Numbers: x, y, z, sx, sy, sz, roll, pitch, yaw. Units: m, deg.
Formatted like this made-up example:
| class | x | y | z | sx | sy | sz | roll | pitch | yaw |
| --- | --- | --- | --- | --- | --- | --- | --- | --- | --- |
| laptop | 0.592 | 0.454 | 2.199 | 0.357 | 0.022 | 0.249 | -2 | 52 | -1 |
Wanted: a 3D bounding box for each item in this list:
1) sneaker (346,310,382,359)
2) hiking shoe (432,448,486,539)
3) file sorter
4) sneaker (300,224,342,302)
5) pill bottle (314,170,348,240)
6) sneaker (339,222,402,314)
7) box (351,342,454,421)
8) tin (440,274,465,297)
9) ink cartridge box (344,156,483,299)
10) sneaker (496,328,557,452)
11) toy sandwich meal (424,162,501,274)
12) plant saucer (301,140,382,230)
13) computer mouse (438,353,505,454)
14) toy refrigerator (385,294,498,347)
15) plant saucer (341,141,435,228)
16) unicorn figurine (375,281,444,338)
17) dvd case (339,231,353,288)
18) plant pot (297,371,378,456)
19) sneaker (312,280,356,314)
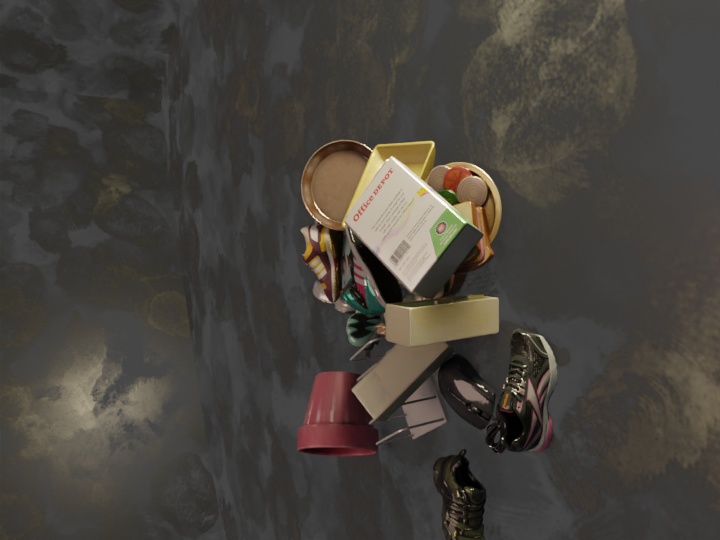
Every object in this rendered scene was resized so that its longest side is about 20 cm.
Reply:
| class | x | y | z | sx | sy | sz | roll | pitch | yaw |
| --- | --- | --- | --- | --- | --- | --- | --- | --- | --- |
| sneaker | 0.014 | 0.152 | 1.269 | 0.201 | 0.076 | 0.142 | -61 | -23 | -60 |
| hiking shoe | 0.197 | 0.446 | 1.041 | 0.101 | 0.074 | 0.203 | -53 | 49 | 52 |
| file sorter | 0.076 | 0.252 | 1.179 | 0.139 | 0.123 | 0.203 | -48 | 54 | 51 |
| sneaker | -0.092 | -0.018 | 1.341 | 0.088 | 0.075 | 0.203 | 5 | 117 | 20 |
| pill bottle | -0.054 | -0.150 | 1.363 | 0.112 | 0.111 | 0.204 | 34 | 122 | 53 |
| sneaker | 0.000 | 0.000 | 1.105 | 0.120 | 0.083 | 0.203 | -36 | 72 | 47 |
| box | 0.083 | 0.192 | 1.068 | 0.200 | 0.068 | 0.082 | -44 | 64 | 3 |
| tin | 0.157 | -0.050 | 1.091 | 0.112 | 0.041 | 0.204 | -9 | 85 | 63 |
| ink cartridge box | 0.087 | -0.074 | 0.955 | 0.146 | 0.083 | 0.200 | -52 | 57 | 14 |
| sneaker | 0.262 | 0.198 | 0.893 | 0.080 | 0.085 | 0.204 | -7 | 87 | 57 |
| toy sandwich meal | 0.160 | -0.094 | 0.996 | 0.202 | 0.070 | 0.210 | 0 | 90 | 39 |
| plant saucer | -0.037 | -0.191 | 1.262 | 0.034 | 0.196 | 0.205 | 7 | -102 | -81 |
| computer mouse | 0.202 | 0.230 | 1.032 | 0.200 | 0.052 | 0.141 | 42 | 129 | 50 |
| toy refrigerator | 0.144 | 0.081 | 0.968 | 0.076 | 0.197 | 0.071 | 5 | 97 | 59 |
| plant saucer | 0.066 | -0.163 | 1.151 | 0.199 | 0.048 | 0.203 | 14 | 79 | 54 |
| unicorn figurine | 0.100 | 0.056 | 1.103 | 0.137 | 0.073 | 0.203 | 34 | 124 | 43 |
| dvd case | 0.005 | -0.014 | 1.244 | 0.199 | 0.022 | 0.149 | 21 | 113 | 61 |
| plant pot | -0.054 | 0.353 | 1.365 | 0.200 | 0.197 | 0.182 | -38 | 46 | 54 |
| sneaker | -0.055 | 0.052 | 1.448 | 0.199 | 0.074 | 0.089 | 20 | 99 | 50 |
